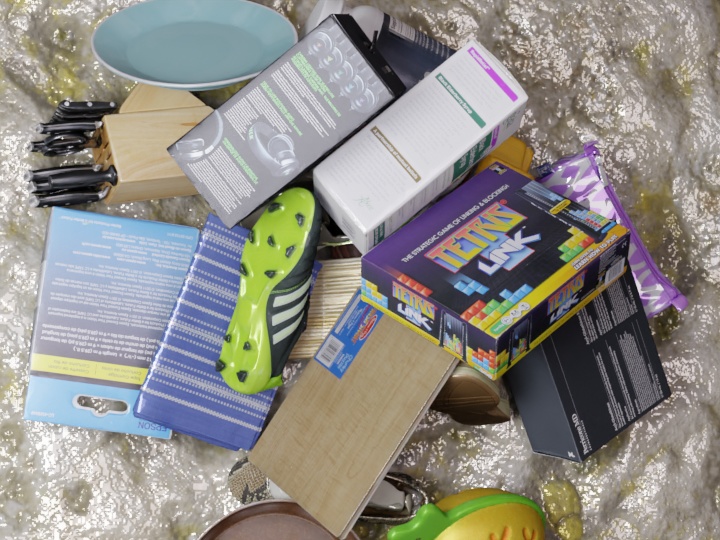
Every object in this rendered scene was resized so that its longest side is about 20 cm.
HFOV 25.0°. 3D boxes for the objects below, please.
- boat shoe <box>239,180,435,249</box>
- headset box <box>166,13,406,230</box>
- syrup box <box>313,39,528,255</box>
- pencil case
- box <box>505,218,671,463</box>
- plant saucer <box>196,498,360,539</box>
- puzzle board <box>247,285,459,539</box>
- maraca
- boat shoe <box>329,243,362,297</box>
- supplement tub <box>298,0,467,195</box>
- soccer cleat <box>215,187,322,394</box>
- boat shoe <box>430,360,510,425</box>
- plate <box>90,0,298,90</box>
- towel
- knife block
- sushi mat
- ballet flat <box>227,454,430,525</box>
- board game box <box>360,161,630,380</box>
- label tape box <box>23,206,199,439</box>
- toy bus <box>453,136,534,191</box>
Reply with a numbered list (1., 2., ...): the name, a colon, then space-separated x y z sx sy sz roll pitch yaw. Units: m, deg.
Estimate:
1. boat shoe: -0.027 -0.057 1.558 0.200 0.060 0.073 -5 78 5
2. headset box: -0.055 -0.141 1.450 0.200 0.174 0.093 -38 94 10
3. syrup box: 0.055 -0.113 1.491 0.200 0.079 0.082 -39 79 -10
4. pencil case: 0.257 -0.036 1.680 0.201 0.085 0.084 60 36 -3
5. box: 0.212 0.067 1.613 0.141 0.079 0.201 -31 109 -32
6. plant saucer: -0.082 0.313 1.536 0.199 0.034 0.202 -1 94 -14
7. puzzle board: -0.006 0.129 1.507 0.017 0.150 0.201 33 90 -46
8. maraca: 0.096 0.268 1.556 0.199 0.107 0.138 5 120 -38
9. boat shoe: 0.000 0.000 1.613 0.070 0.070 0.201 -14 78 9
10. supplement tub: 0.027 -0.174 1.606 0.199 0.140 0.141 26 75 -11
11. soccer cleat: -0.075 0.018 1.494 0.081 0.067 0.201 1 112 -56
12. boat shoe: 0.103 0.105 1.566 0.073 0.200 0.063 -3 74 11
13. plate: -0.159 -0.214 1.560 0.199 0.200 0.026 -10 126 -17
14. towel: -0.124 0.062 1.521 0.144 0.024 0.201 23 86 -39
15. knife block: -0.213 -0.096 1.548 0.200 0.064 0.176 36 63 -8
16. sushi mat: -0.034 0.037 1.572 0.199 0.012 0.096 -4 82 12
17. ballet flat: -0.025 0.208 1.563 0.199 0.075 0.068 11 79 -14
18. board game box: 0.125 -0.006 1.498 0.165 0.057 0.200 31 50 31
19. label tape box: -0.237 0.051 1.534 0.142 0.066 0.202 9 84 -14
20. toy bus: 0.121 -0.047 1.645 0.065 0.078 0.201 25 76 -11
